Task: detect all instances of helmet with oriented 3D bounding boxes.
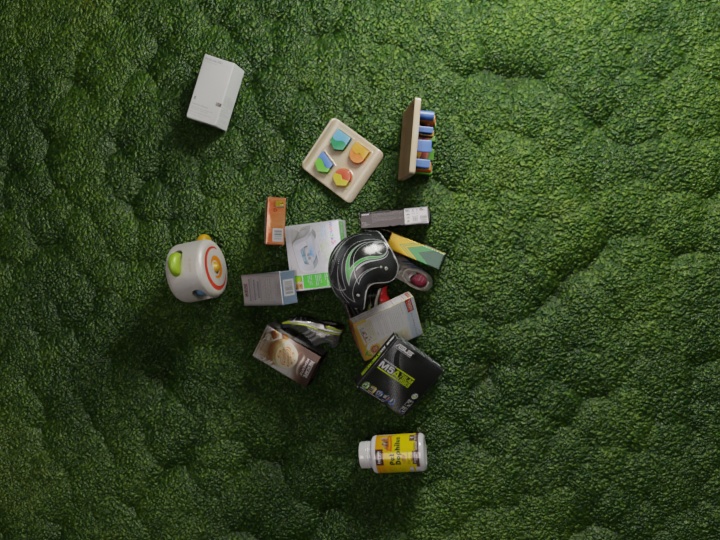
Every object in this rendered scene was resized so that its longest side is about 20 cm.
[{"bbox_3d":[0.000,0.000,1.494,0.189,0.200,0.202,-27,88,-6],"label":"helmet"}]

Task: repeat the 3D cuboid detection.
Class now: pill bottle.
[{"bbox_3d":[0.098,0.553,1.613,0.198,0.109,0.111,-7,92,11],"label":"pill bottle"}]

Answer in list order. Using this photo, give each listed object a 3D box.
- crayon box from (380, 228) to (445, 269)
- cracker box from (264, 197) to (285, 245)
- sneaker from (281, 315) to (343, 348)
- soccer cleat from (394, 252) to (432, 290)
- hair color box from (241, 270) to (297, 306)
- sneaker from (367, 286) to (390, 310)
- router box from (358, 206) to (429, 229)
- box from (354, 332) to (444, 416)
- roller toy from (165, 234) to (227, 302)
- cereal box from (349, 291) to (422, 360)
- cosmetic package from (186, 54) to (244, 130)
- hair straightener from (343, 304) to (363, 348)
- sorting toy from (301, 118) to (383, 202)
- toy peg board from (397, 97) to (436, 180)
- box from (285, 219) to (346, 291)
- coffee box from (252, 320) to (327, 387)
[{"bbox_3d":[0.151,-0.064,1.565,0.198,0.127,0.051,24,97,10],"label":"crayon box"},{"bbox_3d":[-0.257,-0.146,1.598,0.057,0.200,0.136,2,94,-12],"label":"cracker box"},{"bbox_3d":[-0.154,0.193,1.663,0.198,0.074,0.082,10,98,12],"label":"sneaker"},{"bbox_3d":[0.127,-0.004,1.591,0.199,0.086,0.070,28,97,8],"label":"soccer cleat"},{"bbox_3d":[-0.282,0.056,1.637,0.199,0.060,0.100,-4,92,43],"label":"hair color box"},{"bbox_3d":[0.068,0.101,1.621,0.084,0.077,0.202,5,98,-20],"label":"sneaker"},{"bbox_3d":[0.105,-0.151,1.556,0.198,0.149,0.052,-4,93,10],"label":"router box"},{"bbox_3d":[0.116,0.312,1.590,0.199,0.048,0.194,37,102,-21],"label":"box"},{"bbox_3d":[-0.501,0.000,1.662,0.138,0.200,0.184,-10,114,11],"label":"roller toy"},{"bbox_3d":[0.078,0.164,1.569,0.198,0.040,0.145,-24,121,-12],"label":"cereal box"},{"bbox_3d":[-0.455,-0.557,1.675,0.112,0.081,0.202,18,97,11],"label":"cosmetic package"},{"bbox_3d":[-0.007,0.138,1.656,0.076,0.041,0.202,-19,83,-15],"label":"hair straightener"},{"bbox_3d":[-0.058,-0.338,1.634,0.199,0.036,0.186,37,99,7],"label":"sorting toy"},{"bbox_3d":[0.175,-0.363,1.518,0.097,0.199,0.203,4,94,-5],"label":"toy peg board"},{"bbox_3d":[-0.126,-0.045,1.633,0.174,0.097,0.203,-5,92,13],"label":"box"},{"bbox_3d":[-0.220,0.260,1.673,0.199,0.080,0.115,28,98,8],"label":"coffee box"}]
